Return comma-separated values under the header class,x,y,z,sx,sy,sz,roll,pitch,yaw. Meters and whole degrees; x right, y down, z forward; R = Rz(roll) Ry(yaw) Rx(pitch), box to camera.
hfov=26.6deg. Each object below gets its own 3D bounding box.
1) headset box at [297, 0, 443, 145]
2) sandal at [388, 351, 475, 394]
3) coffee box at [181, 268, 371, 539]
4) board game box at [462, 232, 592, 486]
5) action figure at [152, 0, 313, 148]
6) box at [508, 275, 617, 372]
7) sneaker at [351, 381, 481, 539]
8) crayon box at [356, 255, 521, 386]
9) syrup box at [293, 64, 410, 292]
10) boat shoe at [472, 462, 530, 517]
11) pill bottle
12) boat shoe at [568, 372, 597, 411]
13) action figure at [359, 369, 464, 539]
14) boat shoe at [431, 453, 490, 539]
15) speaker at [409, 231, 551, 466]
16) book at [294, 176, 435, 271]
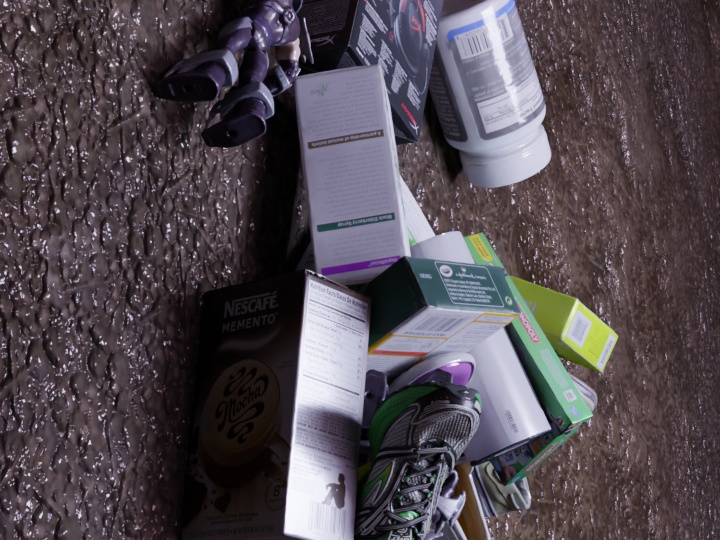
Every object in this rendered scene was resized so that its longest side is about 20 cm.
class,x,y,z,sx,sy,sz,roll,pitch,yaw
headset box,0.008,-0.236,1.418,0.149,0.075,0.200,49,44,-48
sandal,0.049,0.132,1.307,0.082,0.203,0.050,-13,65,-31
coffee box,-0.063,0.111,1.161,0.080,0.113,0.201,23,63,-44
board game box,0.124,0.084,1.418,0.029,0.135,0.200,-16,67,-34
action figure,-0.092,-0.185,1.233,0.130,0.069,0.200,59,32,-27
box,0.145,0.035,1.525,0.122,0.200,0.048,35,78,-56
sneaker,0.038,0.164,1.142,0.078,0.200,0.085,13,35,-21
crayon box,0.017,0.063,1.258,0.126,0.200,0.052,6,54,-49
syrup box,-0.005,-0.066,1.293,0.079,0.081,0.200,71,11,-65
boat shoe,0.130,0.183,1.543,0.200,0.062,0.072,69,18,-50
pill bottle,0.129,-0.195,1.600,0.114,0.114,0.200,-56,133,-51
boat shoe,0.141,0.105,1.528,0.073,0.200,0.074,-59,-178,-7
action figure,0.025,0.165,1.254,0.200,0.130,0.069,99,4,-47
boat shoe,0.074,0.175,1.382,0.071,0.070,0.200,7,61,-40
speaker,0.093,0.068,1.358,0.081,0.081,0.200,-1,64,-62
book,0.000,0.000,1.396,0.134,0.048,0.200,61,39,-35
